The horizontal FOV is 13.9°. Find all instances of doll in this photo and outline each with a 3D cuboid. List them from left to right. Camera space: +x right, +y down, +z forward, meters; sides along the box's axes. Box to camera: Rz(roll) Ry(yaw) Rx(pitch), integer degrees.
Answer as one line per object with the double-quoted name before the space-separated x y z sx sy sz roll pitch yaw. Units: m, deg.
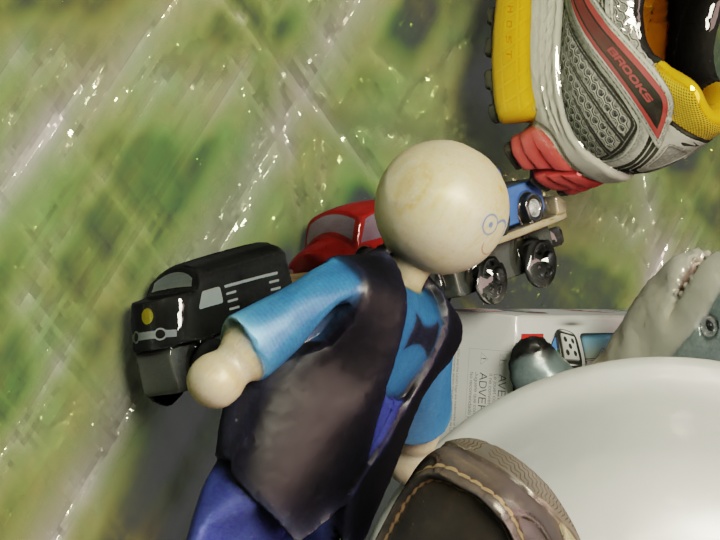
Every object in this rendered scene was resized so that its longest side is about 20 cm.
"doll" -0.011 0.054 0.865 0.136 0.048 0.200 18 97 -58

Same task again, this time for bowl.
"bowl" 0.095 0.134 0.915 0.090 0.201 0.201 -82 162 -69

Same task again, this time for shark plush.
"shark plush" 0.104 0.092 0.969 0.091 0.083 0.200 2 91 -51

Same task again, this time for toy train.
"toy train" 0.000 0.000 0.928 0.200 0.034 0.046 -17 97 -49

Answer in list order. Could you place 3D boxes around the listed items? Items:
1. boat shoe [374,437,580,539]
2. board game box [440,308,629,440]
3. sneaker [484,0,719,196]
"boat shoe" 0.013 0.145 0.850 0.073 0.074 0.200 -26 134 -53
"board game box" 0.096 0.077 1.053 0.200 0.035 0.126 1 93 -51
"sneaker" 0.093 -0.127 0.981 0.078 0.082 0.200 8 76 -51
